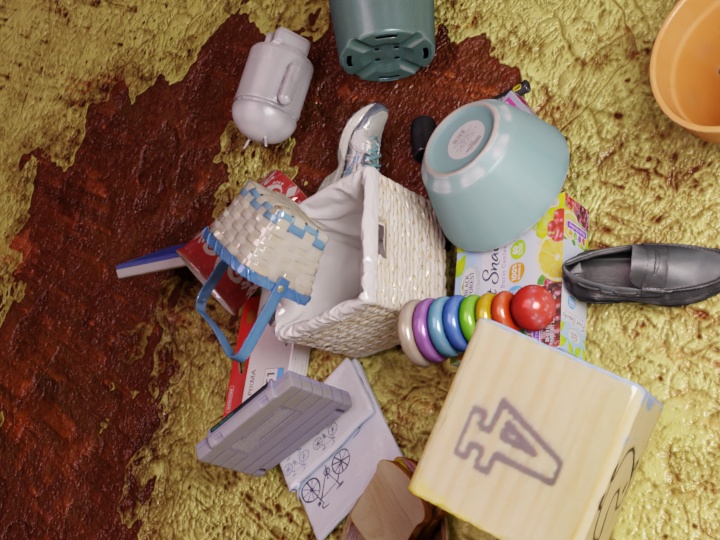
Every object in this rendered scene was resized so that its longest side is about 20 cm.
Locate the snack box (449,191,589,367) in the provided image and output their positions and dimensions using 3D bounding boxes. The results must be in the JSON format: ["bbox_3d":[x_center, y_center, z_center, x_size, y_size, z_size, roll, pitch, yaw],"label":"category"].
[{"bbox_3d":[0.200,0.021,1.462,0.167,0.067,0.204,-12,62,41],"label":"snack box"}]

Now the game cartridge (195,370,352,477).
[{"bbox_3d":[-0.122,0.214,1.612,0.199,0.129,0.039,-39,44,25],"label":"game cartridge"}]

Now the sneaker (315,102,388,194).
[{"bbox_3d":[0.006,-0.150,1.746,0.086,0.077,0.203,28,98,36],"label":"sneaker"}]

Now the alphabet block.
[{"bbox_3d":[0.194,0.190,1.257,0.194,0.195,0.203,23,88,25],"label":"alphabet block"}]

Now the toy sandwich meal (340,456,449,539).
[{"bbox_3d":[0.033,0.342,1.470,0.203,0.070,0.209,-21,57,37],"label":"toy sandwich meal"}]

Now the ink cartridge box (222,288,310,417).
[{"bbox_3d":[-0.149,0.122,1.778,0.174,0.044,0.204,-9,65,41],"label":"ink cartridge box"}]

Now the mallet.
[{"bbox_3d":[0.153,-0.227,1.656,0.198,0.041,0.067,-32,49,24],"label":"mallet"}]

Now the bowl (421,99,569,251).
[{"bbox_3d":[0.154,-0.137,1.475,0.199,0.105,0.203,-29,41,29],"label":"bowl"}]

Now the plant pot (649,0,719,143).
[{"bbox_3d":[0.441,-0.220,1.286,0.198,0.139,0.204,-21,58,37],"label":"plant pot"}]

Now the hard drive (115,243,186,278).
[{"bbox_3d":[-0.299,-0.026,1.941,0.198,0.131,0.026,-9,100,42],"label":"hard drive"}]

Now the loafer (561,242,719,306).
[{"bbox_3d":[0.327,0.002,1.329,0.197,0.070,0.069,-5,65,30],"label":"loafer"}]

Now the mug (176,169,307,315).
[{"bbox_3d":[-0.175,-0.052,1.803,0.200,0.134,0.177,-44,21,-8],"label":"mug"}]

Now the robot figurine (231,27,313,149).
[{"bbox_3d":[-0.146,-0.297,1.925,0.169,0.111,0.203,-8,63,64],"label":"robot figurine"}]

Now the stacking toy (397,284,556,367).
[{"bbox_3d":[0.145,0.057,1.401,0.198,0.085,0.087,-17,60,33],"label":"stacking toy"}]

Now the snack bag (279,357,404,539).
[{"bbox_3d":[-0.037,0.251,1.620,0.189,0.021,0.201,-46,45,18],"label":"snack bag"}]

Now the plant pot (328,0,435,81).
[{"bbox_3d":[0.032,-0.409,1.758,0.198,0.199,0.200,-20,65,36],"label":"plant pot"}]

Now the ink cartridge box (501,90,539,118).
[{"bbox_3d":[0.175,-0.134,1.584,0.201,0.042,0.120,-50,44,17],"label":"ink cartridge box"}]

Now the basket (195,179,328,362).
[{"bbox_3d":[-0.138,0.002,1.514,0.201,0.138,0.176,-54,36,6],"label":"basket"}]

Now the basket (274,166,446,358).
[{"bbox_3d":[0.000,0.000,1.589,0.198,0.159,0.202,-24,55,42],"label":"basket"}]
